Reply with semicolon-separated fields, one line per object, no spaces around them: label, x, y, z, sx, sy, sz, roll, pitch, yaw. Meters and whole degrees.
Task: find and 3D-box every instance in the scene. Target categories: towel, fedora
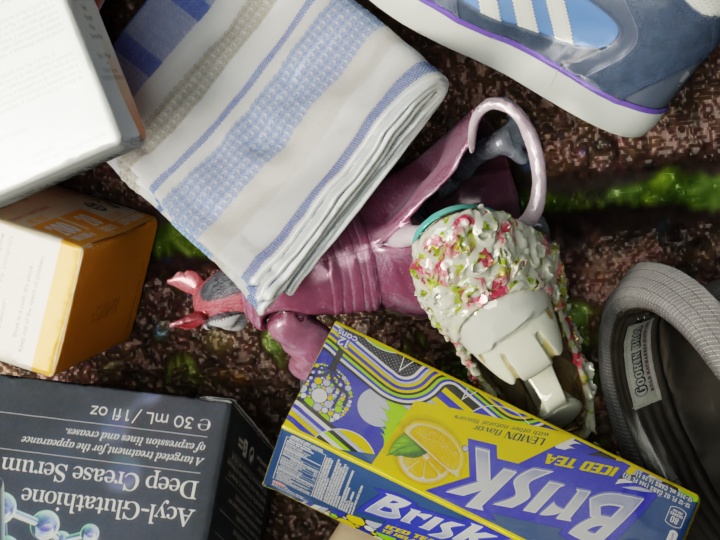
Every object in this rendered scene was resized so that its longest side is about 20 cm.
towel;-0.057;-0.085;1.419;0.147;0.024;0.200;-50;50;3
fedora;0.198;0.080;1.384;0.090;0.177;0.201;-21;72;-20

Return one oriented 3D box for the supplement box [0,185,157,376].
supplement box;-0.222;-0.016;1.482;0.199;0.126;0.074;17;102;11

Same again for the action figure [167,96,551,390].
action figure;0.000;0.000;1.417;0.199;0.149;0.135;-17;90;-4

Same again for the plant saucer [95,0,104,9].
plant saucer;-0.217;-0.184;1.500;0.199;0.037;0.201;31;102;8

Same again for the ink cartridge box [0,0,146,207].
ink cartridge box;-0.215;-0.124;1.387;0.161;0.050;0.201;-22;86;13

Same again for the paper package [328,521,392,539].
paper package;0.046;0.214;1.400;0.190;0.200;0.104;29;132;8

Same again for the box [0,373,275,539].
box;-0.139;0.165;1.431;0.147;0.107;0.202;5;74;13

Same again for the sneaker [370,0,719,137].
sneaker;0.096;-0.171;1.391;0.199;0.081;0.147;31;116;2

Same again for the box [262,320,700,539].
box;0.059;0.107;1.381;0.199;0.070;0.064;26;148;3

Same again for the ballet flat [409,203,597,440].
ballet flat;0.080;0.033;1.379;0.075;0.200;0.064;-30;60;5
